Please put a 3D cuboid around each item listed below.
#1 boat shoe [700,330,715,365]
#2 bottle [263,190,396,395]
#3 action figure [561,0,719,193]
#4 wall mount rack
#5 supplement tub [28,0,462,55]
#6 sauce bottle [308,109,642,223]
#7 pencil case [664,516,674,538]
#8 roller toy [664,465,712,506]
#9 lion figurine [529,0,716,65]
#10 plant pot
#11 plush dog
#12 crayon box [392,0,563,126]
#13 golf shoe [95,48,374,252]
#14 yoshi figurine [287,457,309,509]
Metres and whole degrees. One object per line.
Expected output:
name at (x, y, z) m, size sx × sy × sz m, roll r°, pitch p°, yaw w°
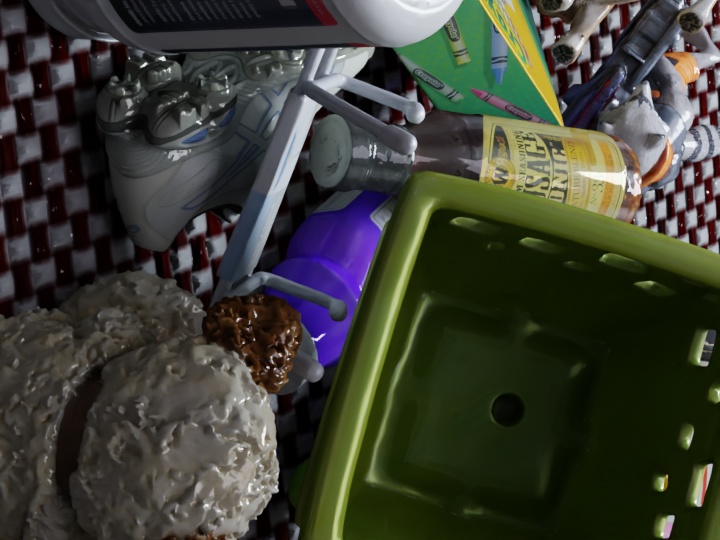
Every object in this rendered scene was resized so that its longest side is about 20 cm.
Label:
boat shoe at (0.138, -0.006, 1.523) m, size 0.073 × 0.200 × 0.063 m, roll -27°, pitch 139°, yaw -56°
bottle at (0.000, 0.000, 1.434) m, size 0.200 × 0.065 × 0.084 m, roll -44°, pitch 120°, yaw -46°
action figure at (0.195, -0.108, 1.634) m, size 0.200 × 0.105 × 0.193 m, roll -54°, pitch 173°, yaw 22°
wall mount rack at (-0.020, -0.029, 1.266) m, size 0.174 × 0.075 × 0.200 m, roll -52°, pitch 163°, yaw -79°
supplement tub at (-0.055, -0.173, 1.222) m, size 0.140 × 0.200 × 0.140 m, roll -4°, pitch 94°, yaw -57°
sauce bottle at (0.064, -0.054, 1.423) m, size 0.200 × 0.066 × 0.066 m, roll 3°, pitch 89°, yaw -35°
pencil case at (0.091, 0.175, 1.415) m, size 0.200 × 0.087 × 0.083 m, roll -1°, pitch 112°, yaw -25°
roller toy at (0.131, 0.123, 1.572) m, size 0.182 × 0.140 × 0.200 m, roll -43°, pitch 127°, yaw -46°
lion figurine at (0.173, -0.189, 1.556) m, size 0.073 × 0.200 × 0.123 m, roll 68°, pitch 30°, yaw -29°
plant pot at (0.078, 0.073, 1.285) m, size 0.181 × 0.200 × 0.199 m, roll 164°, pitch -57°, yaw -82°
plush dog at (-0.112, 0.076, 1.173) m, size 0.160 × 0.172 × 0.200 m, roll 38°, pitch 61°, yaw -50°
crayon box at (0.041, -0.166, 1.452) m, size 0.200 × 0.058 × 0.119 m, roll 51°, pitch 20°, yaw -45°
golf shoe at (-0.065, -0.077, 1.346) m, size 0.200 × 0.078 × 0.097 m, roll -30°, pitch 132°, yaw -45°
yoshi figurine at (0.050, 0.076, 1.433) m, size 0.200 × 0.112 × 0.112 m, roll -42°, pitch 157°, yaw -22°
